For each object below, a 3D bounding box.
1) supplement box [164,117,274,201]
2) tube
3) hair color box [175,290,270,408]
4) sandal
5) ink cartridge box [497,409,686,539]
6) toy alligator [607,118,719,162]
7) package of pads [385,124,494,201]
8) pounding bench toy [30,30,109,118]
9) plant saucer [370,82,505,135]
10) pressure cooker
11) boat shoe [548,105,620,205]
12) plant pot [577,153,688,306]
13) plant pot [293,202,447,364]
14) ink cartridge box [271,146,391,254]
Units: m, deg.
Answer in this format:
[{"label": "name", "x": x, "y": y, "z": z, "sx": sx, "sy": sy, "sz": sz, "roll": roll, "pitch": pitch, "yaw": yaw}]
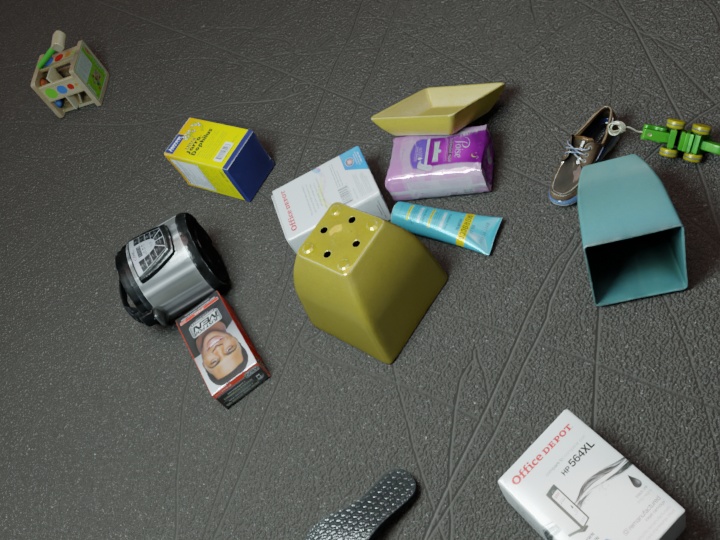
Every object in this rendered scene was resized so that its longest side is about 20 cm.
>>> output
[{"label": "supplement box", "x": -0.306, "y": -0.243, "z": 1.663, "sx": 0.198, "sy": 0.109, "sz": 0.110, "roll": 17, "pitch": 66, "yaw": 32}, {"label": "tube", "x": 0.152, "y": -0.081, "z": 1.387, "sx": 0.198, "sy": 0.050, "sz": 0.078, "roll": 14, "pitch": 72, "yaw": 26}, {"label": "hair color box", "x": -0.255, "y": 0.142, "z": 1.405, "sx": 0.101, "sy": 0.061, "sz": 0.200, "roll": -36, "pitch": 51, "yaw": -4}, {"label": "sandal", "x": 0.005, "y": 0.379, "z": 1.139, "sx": 0.199, "sy": 0.048, "sz": 0.075, "roll": -32, "pitch": 48, "yaw": -15}, {"label": "ink cartridge box", "x": 0.303, "y": 0.310, "z": 1.018, "sx": 0.146, "sy": 0.085, "sz": 0.200, "roll": -43, "pitch": 52, "yaw": -8}, {"label": "toy alligator", "x": 0.524, "y": -0.228, "z": 1.302, "sx": 0.198, "sy": 0.060, "sz": 0.054, "roll": 18, "pitch": 24, "yaw": 23}, {"label": "package of pads", "x": 0.149, "y": -0.200, "z": 1.446, "sx": 0.197, "sy": 0.076, "sz": 0.122, "roll": -3, "pitch": 57, "yaw": 22}, {"label": "pounding bench toy", "x": -0.797, "y": -0.530, "z": 2.028, "sx": 0.154, "sy": 0.201, "sz": 0.126, "roll": -12, "pitch": 53, "yaw": 15}, {"label": "plant saucer", "x": 0.154, "y": -0.307, "z": 1.482, "sx": 0.198, "sy": 0.049, "sz": 0.199, "roll": 7, "pitch": 32, "yaw": 42}, {"label": "pressure cooker", "x": -0.377, "y": 0.007, "z": 1.484, "sx": 0.198, "sy": 0.180, "sz": 0.176, "roll": -29, "pitch": 10, "yaw": 4}, {"label": "boat shoe", "x": 0.386, "y": -0.206, "z": 1.343, "sx": 0.072, "sy": 0.073, "sz": 0.201, "roll": 21, "pitch": 68, "yaw": 34}, {"label": "plant pot", "x": 0.413, "y": -0.078, "z": 1.203, "sx": 0.139, "sy": 0.142, "sz": 0.202, "roll": -13, "pitch": 46, "yaw": 16}, {"label": "plant pot", "x": 0.000, "y": 0.000, "z": 1.297, "sx": 0.194, "sy": 0.201, "sz": 0.195, "roll": 24, "pitch": 69, "yaw": 34}, {"label": "ink cartridge box", "x": -0.058, "y": -0.127, "z": 1.486, "sx": 0.198, "sy": 0.085, "sz": 0.146, "roll": -26, "pitch": 50, "yaw": 4}]
